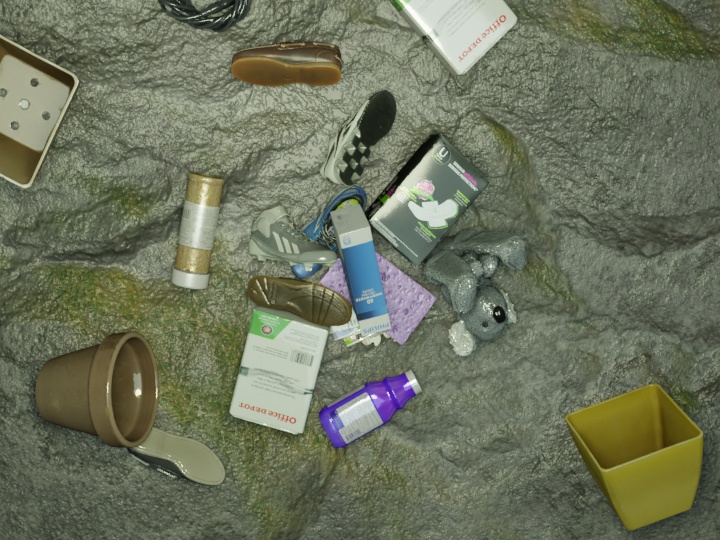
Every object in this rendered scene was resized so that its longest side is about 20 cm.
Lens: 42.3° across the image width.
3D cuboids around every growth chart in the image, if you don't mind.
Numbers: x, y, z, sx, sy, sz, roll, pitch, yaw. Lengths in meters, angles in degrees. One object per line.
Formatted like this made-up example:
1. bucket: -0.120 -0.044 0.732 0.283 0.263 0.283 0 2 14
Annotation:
1. growth chart: -0.001 0.074 1.753 0.196 0.018 0.148 -10 100 -3

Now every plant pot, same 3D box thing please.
1. plant pot: -0.585 -0.279 1.563 0.198 0.177 0.202 27 97 -9
2. plant pot: -0.478 0.213 1.661 0.171 0.200 0.204 -1 100 12
3. plant pot: 0.527 0.366 1.767 0.197 0.200 0.179 -18 112 -2

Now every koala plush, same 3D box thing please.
1. koala plush: 0.214 0.043 1.708 0.176 0.183 0.202 -36 118 -20

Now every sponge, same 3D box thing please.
1. sponge: 0.033 0.036 1.728 0.199 0.030 0.112 37 93 -11

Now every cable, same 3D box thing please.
1. cable: -0.283 -0.509 1.624 0.196 0.051 0.166 12 103 -9

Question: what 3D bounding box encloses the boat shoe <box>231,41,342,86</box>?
1. boat shoe: -0.130 -0.371 1.650 0.196 0.071 0.072 2 61 -8

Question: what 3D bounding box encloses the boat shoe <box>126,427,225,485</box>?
1. boat shoe: -0.351 0.355 1.759 0.198 0.073 0.063 28 139 -14

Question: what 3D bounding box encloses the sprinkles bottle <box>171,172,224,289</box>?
1. sprinkles bottle: -0.293 -0.071 1.678 0.067 0.068 0.204 10 98 -6

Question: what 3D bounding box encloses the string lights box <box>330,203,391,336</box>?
1. string lights box: 0.000 0.000 1.625 0.058 0.103 0.203 -15 118 -4

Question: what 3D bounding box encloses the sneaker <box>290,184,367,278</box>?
1. sneaker: -0.061 -0.070 1.688 0.078 0.089 0.201 35 97 -9

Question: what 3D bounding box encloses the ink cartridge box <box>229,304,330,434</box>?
1. ink cartridge box: -0.147 0.180 1.717 0.144 0.083 0.204 16 98 1

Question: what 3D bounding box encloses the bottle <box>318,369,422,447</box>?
1. bottle: 0.021 0.255 1.760 0.198 0.065 0.084 -30 101 0

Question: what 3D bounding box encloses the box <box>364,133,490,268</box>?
1. box: 0.113 -0.128 1.663 0.124 0.149 0.201 41 94 -8

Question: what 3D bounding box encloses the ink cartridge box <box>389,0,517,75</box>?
1. ink cartridge box: 0.158 -0.467 1.645 0.146 0.084 0.200 -42 100 3

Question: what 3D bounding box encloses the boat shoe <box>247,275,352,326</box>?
1. boat shoe: -0.107 0.047 1.703 0.197 0.065 0.074 18 101 3

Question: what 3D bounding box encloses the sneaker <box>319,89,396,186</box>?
1. sneaker: -0.011 -0.244 1.675 0.074 0.088 0.202 46 68 -35

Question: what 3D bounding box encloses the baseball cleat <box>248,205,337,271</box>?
1. baseball cleat: -0.125 -0.059 1.652 0.197 0.069 0.109 6 95 33
